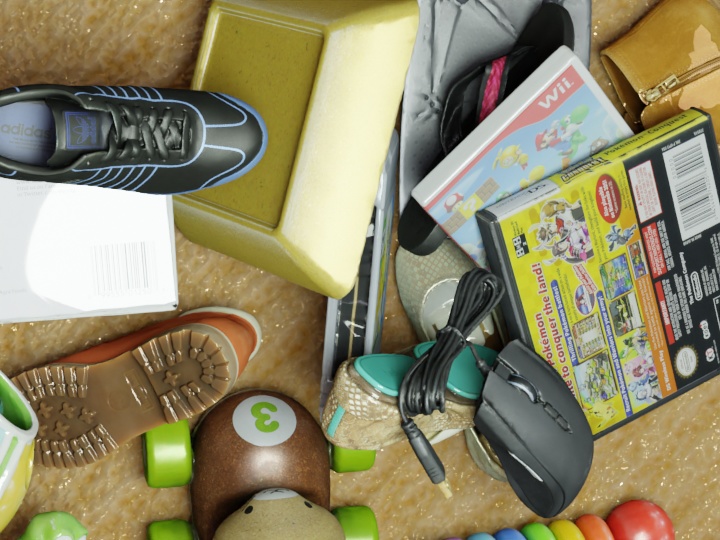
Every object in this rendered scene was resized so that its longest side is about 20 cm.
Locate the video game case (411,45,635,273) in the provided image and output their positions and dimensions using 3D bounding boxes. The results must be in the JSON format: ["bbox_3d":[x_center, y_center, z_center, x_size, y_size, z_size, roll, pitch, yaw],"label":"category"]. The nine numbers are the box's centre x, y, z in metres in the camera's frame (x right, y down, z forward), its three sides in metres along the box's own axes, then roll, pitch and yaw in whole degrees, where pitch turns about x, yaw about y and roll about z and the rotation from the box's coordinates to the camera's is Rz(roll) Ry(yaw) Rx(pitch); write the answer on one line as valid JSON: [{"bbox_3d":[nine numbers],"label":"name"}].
[{"bbox_3d":[0.132,-0.053,1.450,0.143,0.017,0.200,-44,141,2],"label":"video game case"}]

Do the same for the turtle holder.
[{"bbox_3d":[-0.279,0.137,1.401,0.132,0.141,0.186,-40,77,9],"label":"turtle holder"}]

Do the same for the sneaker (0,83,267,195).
[{"bbox_3d":[-0.153,-0.082,1.304,0.200,0.078,0.070,-2,92,-10],"label":"sneaker"}]

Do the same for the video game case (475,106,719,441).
[{"bbox_3d":[0.185,0.010,1.461,0.181,0.026,0.200,-26,119,-16],"label":"video game case"}]

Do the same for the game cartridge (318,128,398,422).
[{"bbox_3d":[0.000,0.000,1.448,0.040,0.133,0.200,5,105,0],"label":"game cartridge"}]

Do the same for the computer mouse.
[{"bbox_3d":[0.099,0.109,1.378,0.140,0.046,0.200,-54,129,-36],"label":"computer mouse"}]

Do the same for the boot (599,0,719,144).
[{"bbox_3d":[0.275,-0.113,1.520,0.144,0.071,0.201,-37,93,-8],"label":"boot"}]

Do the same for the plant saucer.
[{"bbox_3d":[-0.060,-0.100,1.392,0.048,0.200,0.200,10,97,-39],"label":"plant saucer"}]

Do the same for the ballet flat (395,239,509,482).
[{"bbox_3d":[0.086,0.063,1.513,0.067,0.062,0.200,-27,102,-8],"label":"ballet flat"}]

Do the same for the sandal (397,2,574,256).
[{"bbox_3d":[0.080,-0.101,1.437,0.045,0.075,0.200,33,94,-24],"label":"sandal"}]

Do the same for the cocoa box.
[{"bbox_3d":[-0.230,-0.036,1.401,0.200,0.131,0.134,-5,96,-10],"label":"cocoa box"}]

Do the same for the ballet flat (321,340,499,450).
[{"bbox_3d":[0.036,0.087,1.408,0.071,0.200,0.065,46,113,27],"label":"ballet flat"}]

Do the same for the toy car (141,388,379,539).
[{"bbox_3d":[-0.058,0.173,1.430,0.164,0.200,0.158,-4,99,-11],"label":"toy car"}]

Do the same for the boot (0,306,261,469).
[{"bbox_3d":[-0.162,0.078,1.463,0.200,0.107,0.075,-17,101,20],"label":"boot"}]

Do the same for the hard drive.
[{"bbox_3d":[0.093,-0.121,1.498,0.135,0.042,0.200,3,98,-12],"label":"hard drive"}]

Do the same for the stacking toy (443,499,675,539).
[{"bbox_3d":[0.140,0.219,1.541,0.200,0.085,0.085,-13,100,-14],"label":"stacking toy"}]
